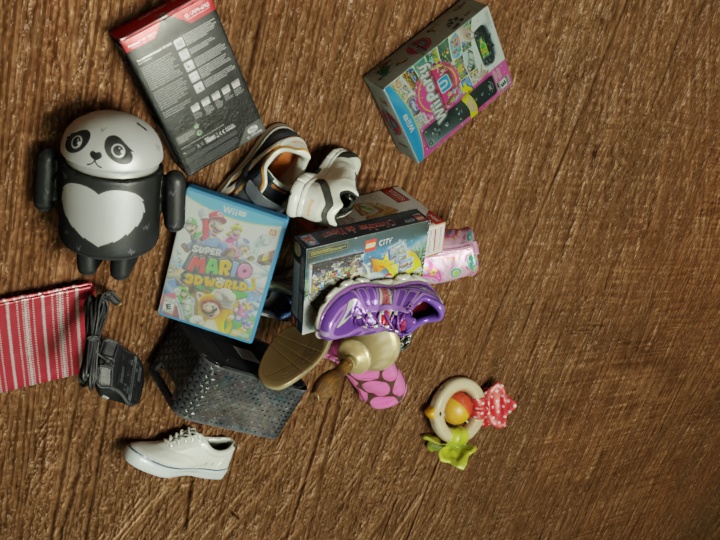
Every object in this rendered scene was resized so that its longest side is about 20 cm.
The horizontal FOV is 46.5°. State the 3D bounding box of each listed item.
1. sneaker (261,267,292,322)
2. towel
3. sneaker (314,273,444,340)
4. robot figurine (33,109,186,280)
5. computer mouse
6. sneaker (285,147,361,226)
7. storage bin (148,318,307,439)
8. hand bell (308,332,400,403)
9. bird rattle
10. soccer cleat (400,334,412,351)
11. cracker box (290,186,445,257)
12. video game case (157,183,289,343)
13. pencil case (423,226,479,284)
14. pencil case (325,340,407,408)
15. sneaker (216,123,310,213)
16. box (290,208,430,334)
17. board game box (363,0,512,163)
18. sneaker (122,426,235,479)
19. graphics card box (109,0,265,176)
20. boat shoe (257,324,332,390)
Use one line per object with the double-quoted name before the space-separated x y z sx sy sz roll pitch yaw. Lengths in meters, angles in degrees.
"sneaker" -0.109 0.045 1.265 0.198 0.085 0.078 0 117 -37
"towel" -0.443 0.092 1.095 0.198 0.022 0.146 -12 125 -28
"sneaker" 0.030 0.055 1.137 0.198 0.083 0.082 -13 127 -28
"robot figurine" -0.302 -0.091 1.011 0.149 0.124 0.202 -12 125 -39
"computer mouse" -0.345 0.106 1.143 0.045 0.142 0.200 0 163 5
"sneaker" -0.034 -0.111 1.174 0.200 0.079 0.074 -53 161 -57
"storage bin" -0.194 0.159 1.238 0.199 0.135 0.094 23 103 -42
"hand bell" -0.023 0.140 1.217 0.200 0.103 0.105 -40 147 -60
"bird rattle" 0.207 0.283 1.642 0.200 0.112 0.164 -42 117 -10
"soccer cleat" 0.070 0.033 1.414 0.067 0.073 0.203 9 97 -9
"cracker box" 0.010 -0.056 1.255 0.198 0.134 0.058 -16 127 -28
"video game case" -0.192 -0.006 1.157 0.141 0.018 0.202 18 115 -3
"pencil case" 0.088 -0.019 1.332 0.197 0.088 0.088 -6 122 -13
"pencil case" 0.008 0.163 1.425 0.093 0.091 0.201 -37 135 -3
"sneaker" -0.142 -0.104 1.154 0.078 0.079 0.201 24 103 -43
"box" 0.000 0.000 1.163 0.198 0.038 0.138 -14 126 -29
"board game box" 0.119 -0.281 1.244 0.199 0.064 0.148 -40 133 -8
"sneaker" -0.280 0.277 1.307 0.199 0.073 0.072 21 95 -51
"graphics card box" -0.209 -0.232 1.042 0.125 0.051 0.201 -34 131 -14
"boat shoe" -0.077 0.108 1.226 0.200 0.071 0.065 -47 163 -34
